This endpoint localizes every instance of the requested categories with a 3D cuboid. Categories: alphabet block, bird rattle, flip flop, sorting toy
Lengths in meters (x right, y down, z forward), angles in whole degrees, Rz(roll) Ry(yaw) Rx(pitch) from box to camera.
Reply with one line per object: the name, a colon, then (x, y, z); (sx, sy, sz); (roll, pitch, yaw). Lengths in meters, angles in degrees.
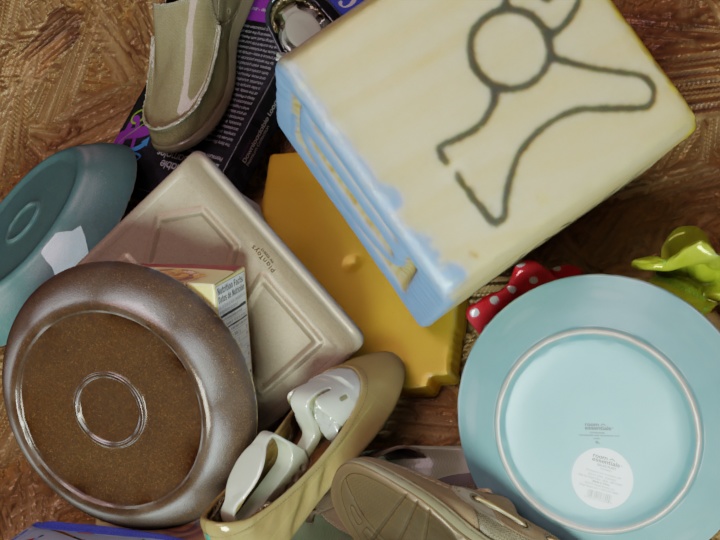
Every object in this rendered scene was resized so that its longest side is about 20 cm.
alphabet block: (0.075, -0.100, 1.131); (0.200, 0.196, 0.195); (-34, 88, -6)
bird rattle: (0.177, 0.055, 1.124); (0.200, 0.113, 0.163); (-20, 76, 19)
flip flop: (0.016, 0.157, 1.171); (0.200, 0.058, 0.081); (-9, 65, 20)
sorting toy: (-0.119, 0.038, 1.236); (0.200, 0.036, 0.185); (-42, 89, 23)

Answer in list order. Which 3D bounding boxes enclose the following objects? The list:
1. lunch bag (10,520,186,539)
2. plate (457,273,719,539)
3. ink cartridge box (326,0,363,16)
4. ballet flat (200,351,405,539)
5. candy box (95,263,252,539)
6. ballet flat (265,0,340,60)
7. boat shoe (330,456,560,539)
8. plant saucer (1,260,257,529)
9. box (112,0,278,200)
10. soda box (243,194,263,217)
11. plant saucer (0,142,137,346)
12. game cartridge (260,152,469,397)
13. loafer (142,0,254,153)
lunch bag: (-0.186, 0.256, 1.137); (0.200, 0.170, 0.124); (-4, 107, 30)
plate: (0.155, 0.102, 1.090); (0.200, 0.026, 0.200); (3, 100, 20)
ink cartridge box: (0.051, -0.194, 1.330); (0.094, 0.044, 0.200); (-39, 56, 2)
ballet flat: (-0.038, 0.119, 1.151); (0.069, 0.063, 0.200); (10, 54, 43)
candy box: (-0.137, 0.097, 1.207); (0.115, 0.055, 0.200); (2, 106, 20)
ballet flat: (-0.018, -0.137, 1.269); (0.073, 0.073, 0.200); (-33, 66, 8)
boat shoe: (0.073, 0.179, 1.100); (0.200, 0.065, 0.071); (32, 127, 7)
plant saucer: (-0.169, 0.093, 1.170); (0.200, 0.032, 0.201); (6, 107, 20)
box: (-0.120, -0.142, 1.380); (0.143, 0.036, 0.200); (17, 74, 42)
soda box: (-0.164, 0.014, 1.304); (0.200, 0.064, 0.068); (-33, 54, 18)
plant saucer: (-0.260, -0.031, 1.353); (0.200, 0.036, 0.200); (-35, 33, 27)
game cartridge: (0.000, 0.000, 1.273); (0.176, 0.032, 0.200); (-2, 68, 24)
loafer: (-0.138, -0.188, 1.350); (0.076, 0.067, 0.200); (-6, 60, 34)
